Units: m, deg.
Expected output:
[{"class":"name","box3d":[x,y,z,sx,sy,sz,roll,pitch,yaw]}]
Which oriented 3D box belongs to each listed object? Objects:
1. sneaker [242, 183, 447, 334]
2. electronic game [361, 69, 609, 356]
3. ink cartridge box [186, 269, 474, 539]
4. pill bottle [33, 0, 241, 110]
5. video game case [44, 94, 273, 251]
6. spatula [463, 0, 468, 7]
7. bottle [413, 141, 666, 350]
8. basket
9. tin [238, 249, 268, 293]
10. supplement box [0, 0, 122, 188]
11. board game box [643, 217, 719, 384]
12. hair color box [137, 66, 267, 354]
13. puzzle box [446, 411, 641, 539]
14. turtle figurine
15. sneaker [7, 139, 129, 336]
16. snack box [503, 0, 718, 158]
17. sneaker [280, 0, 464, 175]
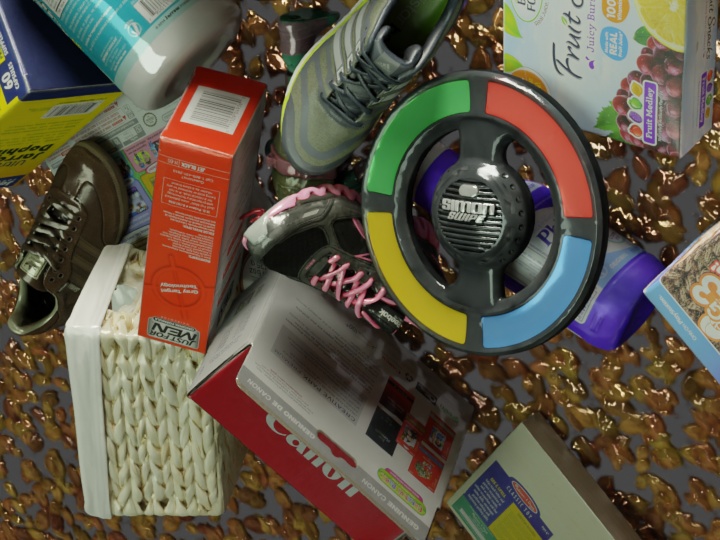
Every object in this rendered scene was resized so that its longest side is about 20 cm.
[{"class":"sneaker","box3d":[0.000,0.000,1.671,0.079,0.200,0.096,-41,57,30]},{"class":"electronic game","box3d":[0.084,-0.039,1.585,0.199,0.042,0.201,8,103,35]},{"class":"ink cartridge box","box3d":[-0.026,0.114,1.744,0.200,0.176,0.084,42,124,-13]},{"class":"pill bottle","box3d":[-0.194,-0.227,1.748,0.200,0.111,0.111,46,136,7]},{"class":"video game case","box3d":[-0.183,-0.095,1.890,0.200,0.022,0.182,-23,101,45]},{"class":"spatula","box3d":[-0.007,-0.210,1.669,0.200,0.021,0.057,3,120,39]},{"class":"bottle","box3d":[0.121,-0.023,1.641,0.200,0.083,0.065,35,128,18]},{"class":"basket","box3d":[-0.163,0.095,1.897,0.123,0.136,0.201,4,124,9]},{"class":"tin","box3d":[-0.044,0.053,1.862,0.112,0.042,0.201,16,127,36]},{"class":"supplement box","box3d":[-0.293,-0.152,1.854,0.200,0.109,0.109,-34,73,44]},{"class":"board game box","box3d":[0.316,0.008,1.491,0.160,0.097,0.200,50,136,2]},{"class":"hair color box","box3d":[-0.123,-0.045,1.754,0.061,0.102,0.200,15,130,5]},{"class":"puzzle box","box3d":[0.163,0.223,1.788,0.200,0.025,0.133,52,138,13]},{"class":"turtle figurine","box3d":[-0.023,-0.089,1.712,0.149,0.101,0.201,16,119,26]},{"class":"sneaker","box3d":[-0.250,-0.018,1.923,0.070,0.076,0.200,34,134,18]},{"class":"snack box","box3d":[0.166,-0.188,1.518,0.142,0.053,0.201,20,128,31]},{"class":"sneaker","box3d":[0.007,-0.148,1.594,0.074,0.081,0.200,31,109,-10]}]
